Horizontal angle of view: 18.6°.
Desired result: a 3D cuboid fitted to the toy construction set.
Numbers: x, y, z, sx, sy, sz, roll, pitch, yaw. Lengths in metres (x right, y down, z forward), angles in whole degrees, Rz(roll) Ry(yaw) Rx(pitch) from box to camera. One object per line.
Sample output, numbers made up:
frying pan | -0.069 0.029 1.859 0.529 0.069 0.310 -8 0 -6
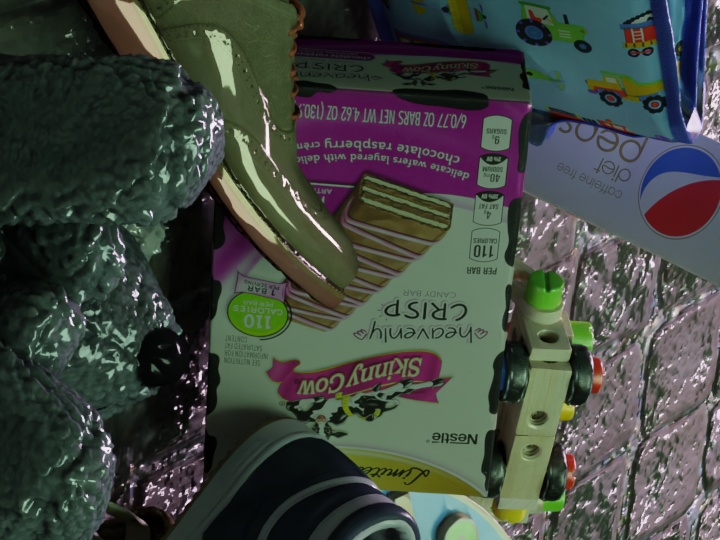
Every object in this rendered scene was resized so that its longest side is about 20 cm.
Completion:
toy construction set | 0.070 0.048 1.120 0.091 0.132 0.201 -9 127 -2

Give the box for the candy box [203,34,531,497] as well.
candy box | 0.000 0.000 0.988 0.061 0.135 0.201 -89 -178 -61

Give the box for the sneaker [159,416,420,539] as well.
sneaker | -0.053 0.165 0.935 0.201 0.108 0.070 -55 134 -7

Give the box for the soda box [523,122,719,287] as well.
soda box | 0.149 -0.041 1.088 0.068 0.199 0.064 19 99 -53

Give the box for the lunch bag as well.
lunch bag | 0.075 -0.134 0.971 0.094 0.149 0.201 -56 149 -39

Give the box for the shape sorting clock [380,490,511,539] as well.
shape sorting clock | -0.002 0.194 1.050 0.198 0.039 0.202 -6 104 -25

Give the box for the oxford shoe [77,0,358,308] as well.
oxford shoe | -0.045 -0.073 0.883 0.075 0.070 0.201 -35 116 -4

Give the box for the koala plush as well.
koala plush | -0.135 0.007 0.839 0.200 0.182 0.179 40 67 -74

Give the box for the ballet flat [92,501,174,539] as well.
ballet flat | -0.149 0.124 0.955 0.200 0.070 0.066 11 84 -58
